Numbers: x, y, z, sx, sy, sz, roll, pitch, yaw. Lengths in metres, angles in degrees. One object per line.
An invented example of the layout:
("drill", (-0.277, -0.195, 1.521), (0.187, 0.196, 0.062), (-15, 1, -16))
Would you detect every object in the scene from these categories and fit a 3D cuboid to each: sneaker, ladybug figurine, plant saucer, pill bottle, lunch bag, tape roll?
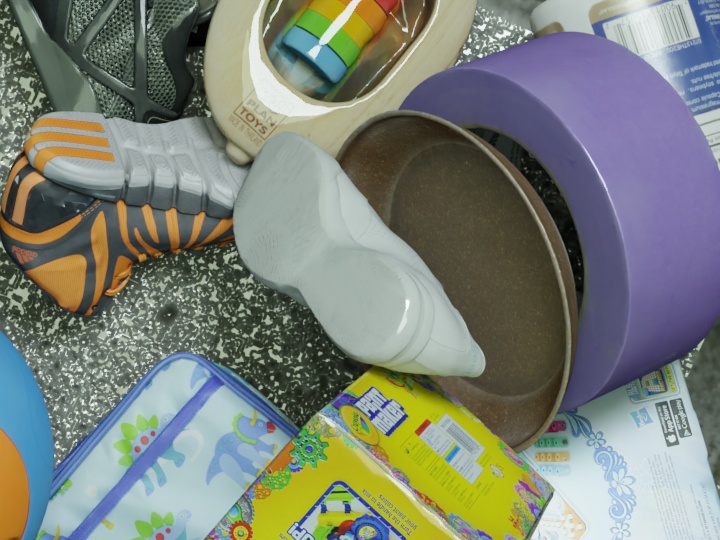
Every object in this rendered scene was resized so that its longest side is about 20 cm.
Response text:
("sneaker", (0.000, 0.000, 1.383), (0.088, 0.200, 0.075), (24, 109, -40))
("ladybug figurine", (-0.015, -0.140, 1.486), (0.136, 0.072, 0.200), (42, 78, -3))
("sneaker", (-0.119, -0.029, 1.489), (0.199, 0.078, 0.112), (9, 128, -25))
("plant saucer", (0.056, 0.004, 1.399), (0.037, 0.200, 0.201), (-22, 86, -37))
("pill bottle", (0.179, -0.074, 1.472), (0.111, 0.111, 0.201), (-18, 87, -2))
("lunch bag", (-0.111, 0.157, 1.472), (0.161, 0.082, 0.200), (43, 86, 5))
("sneaker", (-0.154, -0.172, 1.495), (0.114, 0.076, 0.200), (-25, 90, -4))
("tape roll", (0.107, -0.027, 1.419), (0.085, 0.200, 0.200), (-23, 86, -36))

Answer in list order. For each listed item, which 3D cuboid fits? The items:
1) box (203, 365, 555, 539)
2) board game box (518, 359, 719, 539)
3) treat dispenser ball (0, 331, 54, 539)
("box", (-0.016, 0.163, 1.307), (0.122, 0.200, 0.193), (41, 102, 4))
("board game box", (0.111, 0.165, 1.450), (0.198, 0.043, 0.201), (-11, 71, -8))
("treat dispenser ball", (-0.268, 0.104, 1.382), (0.200, 0.201, 0.202), (0, 86, -1))
